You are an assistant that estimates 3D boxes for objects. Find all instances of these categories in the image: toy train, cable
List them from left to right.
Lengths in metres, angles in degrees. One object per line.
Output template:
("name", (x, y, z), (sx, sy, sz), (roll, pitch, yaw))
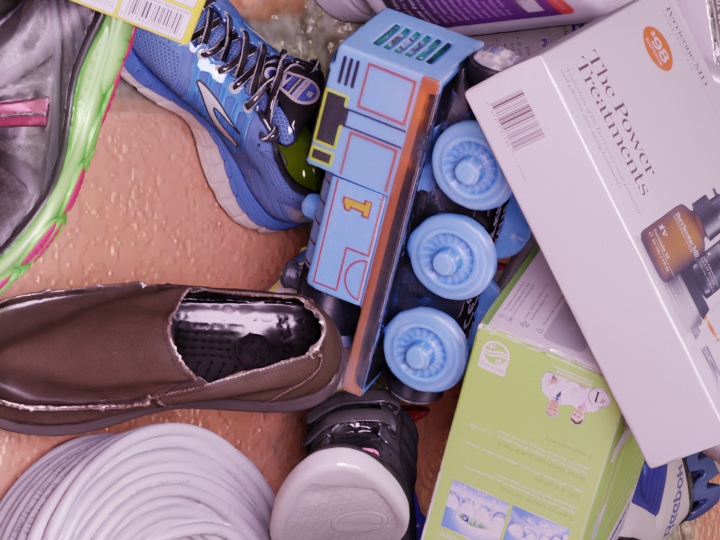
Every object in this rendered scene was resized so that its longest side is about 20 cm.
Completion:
("cable", (-0.110, 0.178, 1.340), (0.200, 0.069, 0.200), (36, 64, -38))
("toy train", (0.025, -0.029, 1.340), (0.087, 0.114, 0.200), (-43, 152, -58))

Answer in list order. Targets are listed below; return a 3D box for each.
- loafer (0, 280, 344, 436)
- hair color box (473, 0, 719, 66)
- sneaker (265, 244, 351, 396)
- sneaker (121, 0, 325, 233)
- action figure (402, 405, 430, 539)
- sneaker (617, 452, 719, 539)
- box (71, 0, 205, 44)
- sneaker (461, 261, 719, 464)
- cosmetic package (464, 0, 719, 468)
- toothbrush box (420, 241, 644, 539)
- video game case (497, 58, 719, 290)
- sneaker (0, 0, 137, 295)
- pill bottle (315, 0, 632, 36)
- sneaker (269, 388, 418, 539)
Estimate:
("loafer", (-0.104, 0.032, 1.293), (0.199, 0.071, 0.073), (-5, 69, -11))
("hair color box", (0.138, -0.105, 1.499), (0.065, 0.200, 0.110), (-18, 102, -45))
("sneaker", (0.000, 0.000, 1.457), (0.200, 0.105, 0.076), (-34, 113, -7))
("sneaker", (-0.060, -0.104, 1.379), (0.200, 0.089, 0.079), (52, 54, -31))
("action figure", (0.026, 0.180, 1.493), (0.065, 0.052, 0.201), (-16, 103, -49))
("sneaker", (0.143, 0.103, 1.586), (0.115, 0.080, 0.200), (-49, 123, -36))
("box", (-0.096, -0.218, 1.210), (0.117, 0.048, 0.200), (21, 107, -7))
("sneaker", (0.140, 0.075, 1.515), (0.200, 0.081, 0.088), (29, 91, -4))
("cosmetic package", (0.145, -0.025, 1.288), (0.151, 0.052, 0.200), (-33, 98, -57))
("toothbrush box", (0.102, 0.085, 1.382), (0.146, 0.086, 0.200), (-51, 158, -52))
("video game case", (0.194, -0.012, 1.426), (0.200, 0.182, 0.023), (23, 26, -7))
("sneaker", (-0.168, -0.076, 1.296), (0.084, 0.077, 0.200), (20, 82, -4))
("pill bottle", (0.063, -0.182, 1.426), (0.111, 0.200, 0.112), (2, 87, -45))
("sneaker", (-0.008, 0.099, 1.366), (0.200, 0.070, 0.099), (71, 14, -67))
